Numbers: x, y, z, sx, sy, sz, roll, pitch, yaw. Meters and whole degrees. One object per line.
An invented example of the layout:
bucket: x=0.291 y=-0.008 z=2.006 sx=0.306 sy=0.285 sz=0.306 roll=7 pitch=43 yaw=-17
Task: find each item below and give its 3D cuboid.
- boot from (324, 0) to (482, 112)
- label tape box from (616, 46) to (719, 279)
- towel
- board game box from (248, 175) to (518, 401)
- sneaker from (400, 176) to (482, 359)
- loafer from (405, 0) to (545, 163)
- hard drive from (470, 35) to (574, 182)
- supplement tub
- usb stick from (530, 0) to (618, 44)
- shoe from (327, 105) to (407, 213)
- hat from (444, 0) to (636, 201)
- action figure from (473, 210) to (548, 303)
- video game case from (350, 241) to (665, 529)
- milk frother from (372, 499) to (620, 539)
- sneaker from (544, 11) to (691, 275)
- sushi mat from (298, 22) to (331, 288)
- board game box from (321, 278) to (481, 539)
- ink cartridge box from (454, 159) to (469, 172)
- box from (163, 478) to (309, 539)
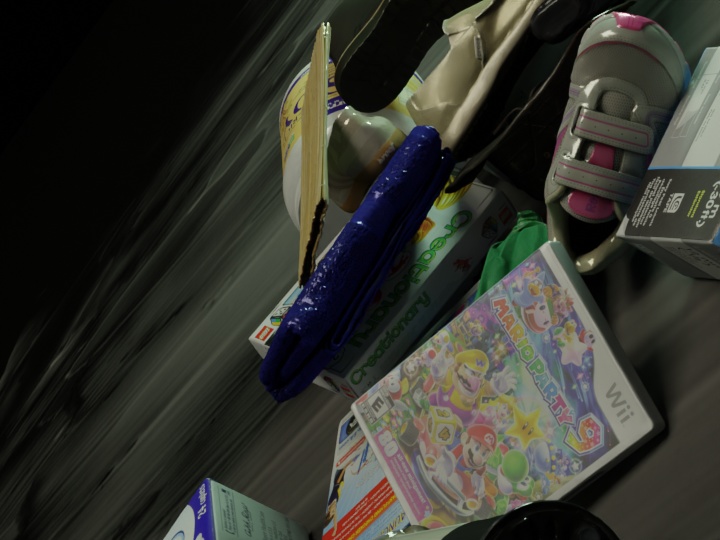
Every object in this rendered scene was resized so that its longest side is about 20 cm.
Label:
boot: x=0.038 y=-0.241 z=1.921 sx=0.200 sy=0.077 sz=0.138 roll=-44 pitch=25 yaw=8
label tape box: x=0.253 y=-0.068 z=1.384 sx=0.144 sy=0.066 sz=0.200 roll=-63 pitch=16 yaw=-7
towel: x=0.000 y=0.000 z=1.665 sx=0.200 sy=0.049 sz=0.148 roll=-56 pitch=-4 yaw=-24
board game box: x=0.018 y=0.006 z=1.758 sx=0.126 sy=0.035 sz=0.200 roll=19 pitch=63 yaw=49
sneaker: x=0.040 y=0.006 z=1.820 sx=0.200 sy=0.082 sz=0.075 roll=-63 pitch=18 yaw=-7
loafer: x=0.099 y=-0.180 z=1.694 sx=0.200 sy=0.068 sz=0.076 roll=-58 pitch=-13 yaw=2
hard drive: x=0.145 y=-0.172 z=1.789 sx=0.200 sy=0.027 sz=0.132 roll=-60 pitch=-17 yaw=2
supplement tub: x=0.002 y=-0.097 z=1.979 sx=0.146 sy=0.145 sz=0.200 roll=-53 pitch=19 yaw=21
usb stick: x=0.177 y=-0.210 z=1.675 sx=0.055 sy=0.033 sz=0.200 roll=-37 pitch=1 yaw=29
shoe: x=-0.004 y=-0.093 z=1.775 sx=0.070 sy=0.053 sz=0.200 roll=-56 pitch=2 yaw=-9
hat: x=0.156 y=-0.107 z=1.658 sx=0.201 sy=0.081 sz=0.201 roll=-47 pitch=-3 yaw=-4
action figure: x=0.119 y=0.031 z=1.565 sx=0.118 sy=0.055 sz=0.200 roll=-15 pitch=43 yaw=20
video game case: x=0.092 y=0.095 z=1.471 sx=0.200 sy=0.018 sz=0.143 roll=-41 pitch=66 yaw=31
milk frother: x=0.029 y=0.218 z=1.343 sx=0.188 sy=0.200 sz=0.181 roll=-25 pitch=43 yaw=62
sneaker: x=0.169 y=-0.076 z=1.494 sx=0.088 sy=0.081 sz=0.200 roll=-61 pitch=-21 yaw=-50
sushi mat: x=-0.035 y=-0.091 z=1.718 sx=0.096 sy=0.012 sz=0.200 roll=103 pitch=170 yaw=-46
board game box: x=0.049 y=0.138 z=1.638 sx=0.200 sy=0.056 sz=0.196 roll=-47 pitch=23 yaw=37
ink cartridge box: x=0.113 y=-0.203 z=1.862 sx=0.162 sy=0.050 sz=0.200 roll=-71 pitch=-5 yaw=-46
box: x=-0.127 y=0.303 z=1.789 sx=0.200 sy=0.105 sz=0.184 roll=-56 pitch=18 yaw=16
